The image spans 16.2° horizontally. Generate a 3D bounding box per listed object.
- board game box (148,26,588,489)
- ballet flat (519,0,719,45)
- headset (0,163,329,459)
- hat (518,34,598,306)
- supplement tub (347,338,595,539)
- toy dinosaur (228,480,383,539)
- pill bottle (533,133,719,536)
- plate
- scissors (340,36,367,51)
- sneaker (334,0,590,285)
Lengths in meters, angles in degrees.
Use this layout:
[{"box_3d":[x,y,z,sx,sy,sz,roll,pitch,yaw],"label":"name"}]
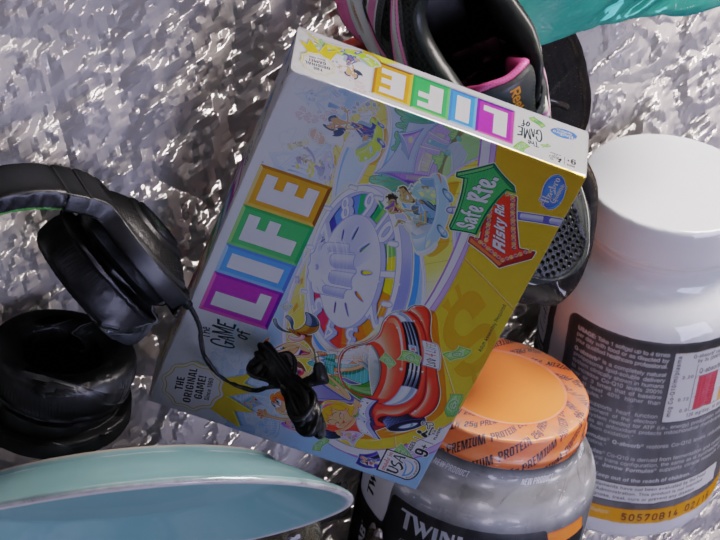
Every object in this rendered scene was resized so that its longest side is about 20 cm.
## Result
[{"box_3d":[0.000,0.000,1.117,0.034,0.134,0.200,-81,-167,-51],"label":"board game box"},{"box_3d":[0.134,-0.156,1.214,0.200,0.067,0.070,-19,150,-38],"label":"ballet flat"},{"box_3d":[-0.108,0.029,1.059,0.199,0.094,0.124,13,115,-36],"label":"headset"},{"box_3d":[0.070,-0.030,1.241,0.200,0.081,0.201,-31,139,-31],"label":"hat"},{"box_3d":[0.054,0.143,1.333,0.122,0.122,0.201,-19,131,-39],"label":"supplement tub"},{"box_3d":[-0.048,0.162,1.291,0.102,0.077,0.200,-5,132,-25],"label":"toy dinosaur"},{"box_3d":[0.152,0.035,1.362,0.116,0.116,0.201,-23,136,-36],"label":"pill bottle"},{"box_3d":[-0.103,0.101,1.105,0.200,0.200,0.026,10,69,-52],"label":"plate"},{"box_3d":[0.035,-0.125,1.163,0.073,0.014,0.200,44,80,-29],"label":"scissors"},{"box_3d":[0.051,-0.073,1.120,0.080,0.086,0.200,-38,116,-13],"label":"sneaker"}]
